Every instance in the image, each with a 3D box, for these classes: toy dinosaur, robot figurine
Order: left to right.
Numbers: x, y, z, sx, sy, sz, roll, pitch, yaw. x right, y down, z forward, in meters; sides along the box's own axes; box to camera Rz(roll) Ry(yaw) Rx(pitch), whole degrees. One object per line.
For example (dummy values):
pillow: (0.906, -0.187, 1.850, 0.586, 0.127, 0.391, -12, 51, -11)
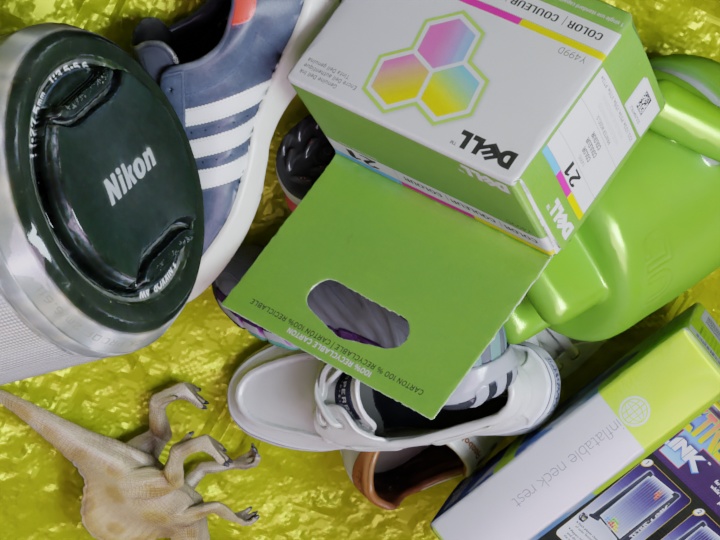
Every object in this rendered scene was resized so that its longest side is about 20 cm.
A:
toy dinosaur: (-0.124, 0.115, 1.279, 0.101, 0.058, 0.200, -38, 120, 13)
robot figurine: (0.142, -0.040, 1.182, 0.200, 0.175, 0.116, -31, 88, -29)

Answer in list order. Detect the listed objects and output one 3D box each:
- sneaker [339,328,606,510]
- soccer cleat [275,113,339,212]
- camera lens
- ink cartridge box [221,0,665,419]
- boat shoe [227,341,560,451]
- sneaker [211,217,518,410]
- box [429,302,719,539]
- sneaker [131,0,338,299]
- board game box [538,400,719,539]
sneaker: (0.079, 0.070, 1.278, 0.200, 0.085, 0.073, -39, 118, 11)
soccer cleat: (0.049, -0.082, 1.201, 0.200, 0.068, 0.073, -29, 155, -5)
camera lens: (-0.189, -0.023, 1.088, 0.200, 0.160, 0.160, -15, 127, 31)
ink cartridge box: (0.029, -0.050, 1.082, 0.200, 0.148, 0.076, -54, 146, -14)
boat shoe: (0.007, 0.062, 1.223, 0.200, 0.065, 0.074, -8, 85, 27)
sneaker: (0.000, 0.000, 1.175, 0.074, 0.200, 0.088, -33, 129, -40)
box: (0.118, 0.100, 1.241, 0.200, 0.122, 0.048, -39, 87, 13)
sneaker: (-0.087, -0.081, 1.154, 0.084, 0.075, 0.200, 17, 106, -22)
board game box: (0.188, 0.161, 1.371, 0.165, 0.057, 0.200, -40, 119, 11)
